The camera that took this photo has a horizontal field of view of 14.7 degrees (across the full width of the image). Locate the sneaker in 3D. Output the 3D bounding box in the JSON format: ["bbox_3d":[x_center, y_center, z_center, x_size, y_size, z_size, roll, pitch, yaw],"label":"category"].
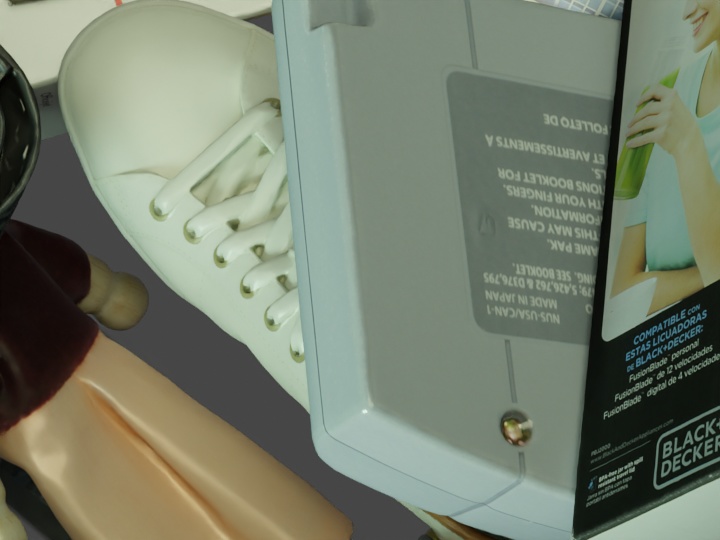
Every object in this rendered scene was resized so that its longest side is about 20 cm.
[{"bbox_3d":[0.000,0.000,0.710,0.073,0.085,0.200,-45,84,-5],"label":"sneaker"}]

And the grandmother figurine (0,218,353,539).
[{"bbox_3d":[-0.083,0.028,0.738,0.061,0.121,0.200,-40,105,21],"label":"grandmother figurine"}]

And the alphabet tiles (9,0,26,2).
[{"bbox_3d":[-0.046,-0.163,0.769,0.200,0.006,0.166,-10,79,-6],"label":"alphabet tiles"}]

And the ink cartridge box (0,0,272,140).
[{"bbox_3d":[-0.113,-0.094,0.788,0.200,0.067,0.116,-16,80,-6],"label":"ink cartridge box"}]

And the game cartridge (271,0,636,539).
[{"bbox_3d":[0.071,0.005,0.683,0.200,0.040,0.133,9,61,-32],"label":"game cartridge"}]

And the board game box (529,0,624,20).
[{"bbox_3d":[0.102,-0.083,0.803,0.200,0.062,0.200,27,77,2],"label":"board game box"}]

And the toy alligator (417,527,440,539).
[{"bbox_3d":[0.078,0.102,0.765,0.200,0.054,0.059,44,83,6],"label":"toy alligator"}]

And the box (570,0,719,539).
[{"bbox_3d":[0.121,-0.015,0.665,0.117,0.060,0.200,23,58,-26],"label":"box"}]

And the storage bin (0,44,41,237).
[{"bbox_3d":[-0.185,-0.005,0.629,0.200,0.094,0.135,-43,90,-18],"label":"storage bin"}]
